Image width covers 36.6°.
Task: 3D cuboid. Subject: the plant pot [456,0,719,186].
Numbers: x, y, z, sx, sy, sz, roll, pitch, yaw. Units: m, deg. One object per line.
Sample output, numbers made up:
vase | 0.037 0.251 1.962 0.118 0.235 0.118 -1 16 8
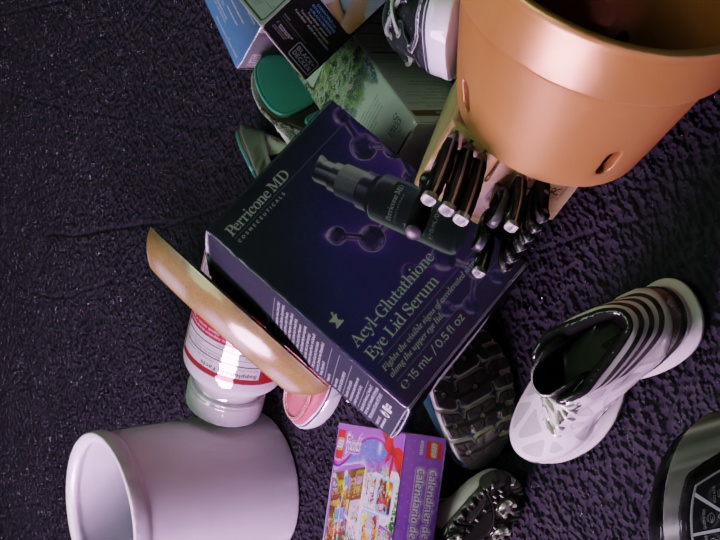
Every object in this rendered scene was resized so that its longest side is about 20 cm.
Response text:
plant pot | 0.143 -0.152 0.702 0.202 0.197 0.141 60 152 29

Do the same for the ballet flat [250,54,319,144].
ballet flat | -0.048 -0.135 1.046 0.200 0.071 0.073 47 128 41

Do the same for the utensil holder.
utensil holder | -0.187 0.242 1.151 0.169 0.197 0.174 6 97 52

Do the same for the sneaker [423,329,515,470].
sneaker | 0.066 0.070 0.917 0.089 0.077 0.203 125 130 -61

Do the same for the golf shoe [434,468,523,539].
golf shoe | 0.064 0.220 0.924 0.201 0.076 0.089 -60 42 36

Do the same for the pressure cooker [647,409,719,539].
pressure cooker | 0.272 0.135 0.561 0.177 0.179 0.199 52 140 -7

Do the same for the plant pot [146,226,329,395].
plant pot | -0.107 0.041 0.905 0.028 0.200 0.199 -47 45 -5

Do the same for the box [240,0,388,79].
box | -0.003 -0.257 0.867 0.199 0.060 0.117 -41 34 6

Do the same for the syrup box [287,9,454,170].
syrup box | 0.013 -0.164 0.944 0.201 0.080 0.079 57 135 29

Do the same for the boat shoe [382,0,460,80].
boat shoe | 0.048 -0.185 0.813 0.067 0.200 0.073 17 100 4

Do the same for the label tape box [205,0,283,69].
label tape box | -0.085 -0.320 1.072 0.201 0.062 0.146 -51 55 42

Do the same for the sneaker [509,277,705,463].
sneaker | 0.141 0.077 0.771 0.201 0.114 0.076 -54 53 41

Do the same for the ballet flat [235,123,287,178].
ballet flat | -0.078 -0.089 1.087 0.063 0.068 0.202 -26 42 6

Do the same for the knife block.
knife block | 0.076 -0.090 0.791 0.064 0.173 0.202 -55 52 38

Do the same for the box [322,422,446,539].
box | 0.014 0.206 0.935 0.200 0.038 0.140 163 116 -73

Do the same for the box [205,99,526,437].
box | 0.000 0.000 0.827 0.199 0.148 0.105 39 161 8

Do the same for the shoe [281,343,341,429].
shoe | -0.058 0.073 1.053 0.072 0.090 0.203 47 129 39

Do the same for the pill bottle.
pill bottle | -0.120 0.054 1.116 0.112 0.111 0.203 42 125 42
